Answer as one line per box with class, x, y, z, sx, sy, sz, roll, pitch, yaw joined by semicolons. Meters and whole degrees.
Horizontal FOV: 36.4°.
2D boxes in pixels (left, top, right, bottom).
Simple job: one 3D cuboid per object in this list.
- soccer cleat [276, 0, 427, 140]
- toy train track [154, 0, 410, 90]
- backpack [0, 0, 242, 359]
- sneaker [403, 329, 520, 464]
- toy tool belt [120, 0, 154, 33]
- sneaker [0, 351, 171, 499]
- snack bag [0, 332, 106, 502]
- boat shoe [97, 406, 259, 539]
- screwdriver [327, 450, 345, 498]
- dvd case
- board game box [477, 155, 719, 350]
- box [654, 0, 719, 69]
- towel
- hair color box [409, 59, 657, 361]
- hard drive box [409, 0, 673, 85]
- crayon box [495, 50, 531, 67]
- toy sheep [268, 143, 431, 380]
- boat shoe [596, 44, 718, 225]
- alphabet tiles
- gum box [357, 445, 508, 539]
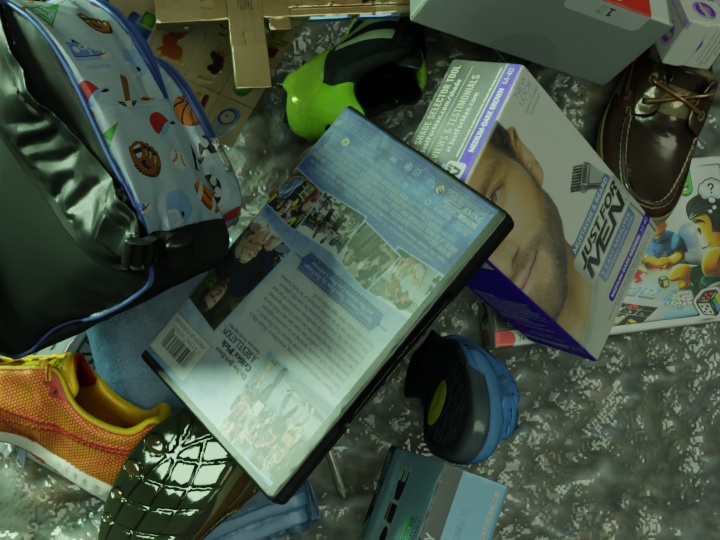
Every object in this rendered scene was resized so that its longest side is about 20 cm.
soccer cleat;0.020;-0.156;0.772;0.081;0.068;0.200;17;52;24
toy train track;-0.035;-0.173;0.723;0.199;0.033;0.115;-5;81;-10
backpack;-0.176;-0.065;0.648;0.199;0.154;0.191;-23;97;30
sneaker;0.080;0.085;0.718;0.078;0.200;0.066;22;94;-6
toy tool belt;-0.183;-0.208;0.747;0.125;0.123;0.200;45;80;-2
sneaker;-0.213;0.077;0.704;0.199;0.073;0.078;19;105;0
snack bag;-0.199;0.050;0.770;0.199;0.021;0.189;32;80;-4
boat shoe;-0.074;0.108;0.668;0.200;0.074;0.076;-50;51;1
screwdriver;-0.039;0.067;0.790;0.029;0.028;0.201;-22;89;19
dvd case;-0.024;0.013;0.626;0.200;0.018;0.143;-50;53;-1
board game box;0.184;-0.014;0.827;0.199;0.035;0.127;-6;84;-9
box;0.218;-0.230;0.801;0.038;0.042;0.201;5;52;-16
towel;-0.110;0.098;0.748;0.111;0.049;0.201;-20;93;-2
hair color box;0.110;-0.034;0.713;0.200;0.065;0.110;37;75;-41
hard drive box;0.115;-0.244;0.733;0.155;0.077;0.201;12;62;-24
crayon box;0.092;-0.257;0.805;0.200;0.052;0.126;47;53;-1
toy sheep;0.000;0.000;0.744;0.137;0.138;0.201;-31;126;-10
boat shoe;0.225;-0.132;0.805;0.072;0.072;0.201;19;68;2
alphabet tiles;-0.121;-0.185;0.723;0.199;0.008;0.168;19;107;-44
gum box;0.024;0.203;0.696;0.044;0.200;0.171;21;81;-5
